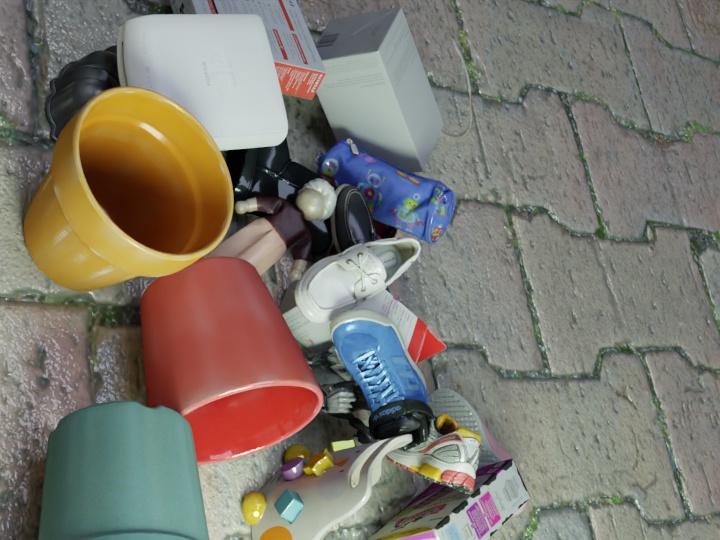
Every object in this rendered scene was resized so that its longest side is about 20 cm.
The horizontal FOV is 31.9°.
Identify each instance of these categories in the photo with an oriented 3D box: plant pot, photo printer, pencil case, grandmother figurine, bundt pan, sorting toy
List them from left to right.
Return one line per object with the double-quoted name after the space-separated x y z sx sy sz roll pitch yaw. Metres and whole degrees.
-0.270 -0.068 1.381 0.199 0.183 0.202 24 51 -34 "plant pot"
-0.232 0.249 1.242 0.199 0.200 0.198 21 46 -36 "plant pot"
-0.276 -0.186 1.529 0.201 0.075 0.204 25 51 -34 "bundt pan"
-0.193 -0.223 1.501 0.198 0.069 0.169 -9 82 -39 "photo printer"
-0.159 0.096 1.413 0.199 0.200 0.179 6 53 -44 "plant pot"
-0.106 -0.044 1.579 0.200 0.060 0.122 -41 108 -23 "grandmother figurine"
-0.025 0.248 1.452 0.107 0.179 0.200 53 40 -7 "sorting toy"
0.034 -0.112 1.728 0.198 0.088 0.078 26 30 17 "pencil case"

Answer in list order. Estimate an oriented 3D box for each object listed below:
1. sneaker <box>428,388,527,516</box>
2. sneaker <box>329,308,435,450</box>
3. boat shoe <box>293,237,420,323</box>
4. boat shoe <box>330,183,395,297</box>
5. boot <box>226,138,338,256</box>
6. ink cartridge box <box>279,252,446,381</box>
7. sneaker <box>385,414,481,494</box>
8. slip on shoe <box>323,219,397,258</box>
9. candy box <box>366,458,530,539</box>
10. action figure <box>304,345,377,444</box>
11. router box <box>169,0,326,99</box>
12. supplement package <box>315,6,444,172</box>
0.160 0.257 1.732 0.201 0.075 0.105 52 1 22 "sneaker"
0.029 0.137 1.500 0.201 0.076 0.112 56 18 -44 "sneaker"
0.000 0.000 1.529 0.199 0.069 0.071 -32 93 -45 "boat shoe"
0.015 -0.018 1.661 0.072 0.062 0.203 -24 106 -44 "boat shoe"
-0.093 -0.134 1.684 0.167 0.076 0.202 28 54 -29 "boot"
0.002 0.081 1.627 0.200 0.116 0.068 41 45 -20 "ink cartridge box"
0.097 0.223 1.592 0.077 0.199 0.083 23 83 -25 "sneaker"
0.003 -0.027 1.736 0.074 0.061 0.201 49 43 -16 "slip on shoe"
0.106 0.315 1.579 0.199 0.136 0.062 -30 94 -50 "candy box"
-0.041 0.140 1.560 0.199 0.102 0.120 32 45 -33 "action figure"
-0.156 -0.325 1.686 0.178 0.049 0.201 8 43 -31 "router box"
0.023 -0.248 1.787 0.201 0.118 0.122 66 32 -33 "supplement package"
